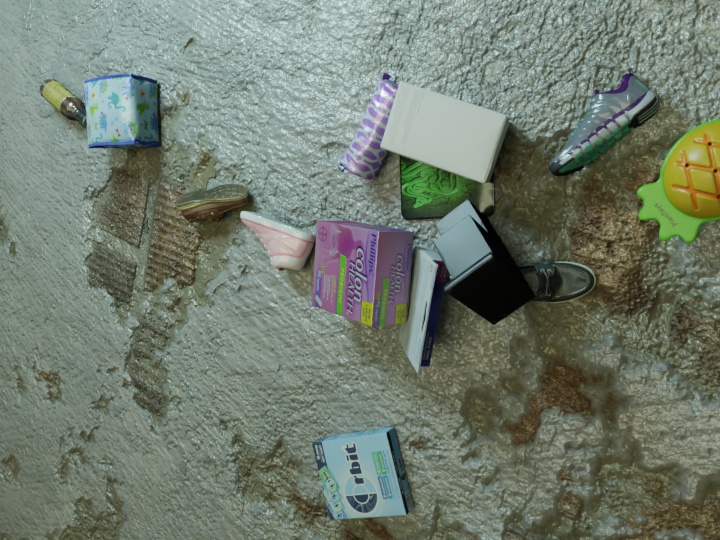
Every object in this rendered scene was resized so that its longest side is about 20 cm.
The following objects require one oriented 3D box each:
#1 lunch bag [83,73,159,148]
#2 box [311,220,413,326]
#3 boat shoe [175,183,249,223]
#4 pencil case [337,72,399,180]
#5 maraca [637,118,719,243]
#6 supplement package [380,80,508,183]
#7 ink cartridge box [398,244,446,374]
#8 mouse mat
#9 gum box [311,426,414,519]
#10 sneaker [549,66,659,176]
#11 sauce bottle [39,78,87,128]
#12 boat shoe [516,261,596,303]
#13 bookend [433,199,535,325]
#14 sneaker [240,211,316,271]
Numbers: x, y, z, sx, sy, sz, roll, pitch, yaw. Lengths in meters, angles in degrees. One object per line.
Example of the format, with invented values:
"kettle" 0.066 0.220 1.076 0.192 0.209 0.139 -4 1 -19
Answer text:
"lunch bag" -0.614 -0.397 1.580 0.195 0.127 0.175 2 96 20
"box" 0.000 0.000 1.240 0.198 0.095 0.180 14 103 48
"boat shoe" -0.343 -0.156 1.485 0.196 0.073 0.069 -6 125 23
"pencil case" 0.030 -0.279 1.243 0.202 0.083 0.086 -59 45 20
"maraca" 0.519 -0.135 0.951 0.138 0.106 0.201 49 116 16
"supplement package" 0.154 -0.244 1.120 0.196 0.121 0.122 21 103 13
"ink cartridge box" 0.120 0.068 1.165 0.042 0.200 0.201 7 101 -9
"mouse mat" 0.165 -0.183 1.212 0.196 0.007 0.165 0 95 31
"gum box" 0.002 0.439 1.345 0.197 0.044 0.174 -17 86 30
"sneaker" 0.391 -0.244 1.046 0.198 0.074 0.089 -36 67 17
"sauce bottle" -0.802 -0.455 1.721 0.199 0.064 0.065 39 112 20
"boat shoe" 0.312 0.022 1.111 0.195 0.066 0.076 4 97 30
"bookend" 0.182 -0.037 1.060 0.091 0.199 0.201 -36 55 18
"sneaker" -0.198 -0.061 1.395 0.197 0.075 0.107 22 100 22
